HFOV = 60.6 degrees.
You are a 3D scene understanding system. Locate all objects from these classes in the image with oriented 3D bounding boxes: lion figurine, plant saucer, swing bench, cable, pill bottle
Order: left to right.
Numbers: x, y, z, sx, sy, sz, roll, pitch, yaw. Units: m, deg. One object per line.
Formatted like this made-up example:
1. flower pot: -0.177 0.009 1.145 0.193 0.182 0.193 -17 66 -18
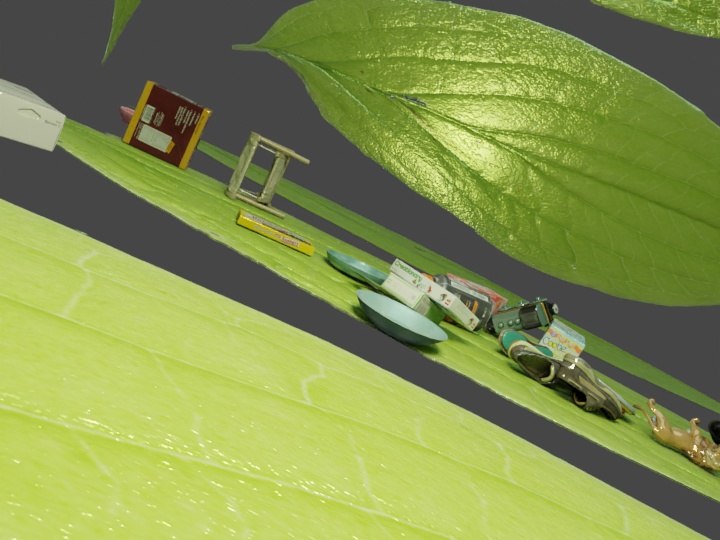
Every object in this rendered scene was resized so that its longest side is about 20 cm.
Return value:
1. plant saucer: -0.815 -0.553 2.327 0.200 0.051 0.201 26 8 -4
2. swing bench: -0.295 -0.294 1.872 0.199 0.200 0.130 20 11 -38
3. plant saucer: 0.000 0.000 1.570 0.199 0.028 0.200 25 5 -2
4. plant saucer: 0.073 0.101 1.206 0.200 0.039 0.201 27 9 -4
5. pill bottle: 0.228 0.075 1.571 0.199 0.107 0.106 23 10 -20
6. lion figurine: 0.719 0.376 1.393 0.199 0.073 0.123 17 36 8
7. cable: 0.839 0.417 1.364 0.200 0.051 0.164 54 15 -35

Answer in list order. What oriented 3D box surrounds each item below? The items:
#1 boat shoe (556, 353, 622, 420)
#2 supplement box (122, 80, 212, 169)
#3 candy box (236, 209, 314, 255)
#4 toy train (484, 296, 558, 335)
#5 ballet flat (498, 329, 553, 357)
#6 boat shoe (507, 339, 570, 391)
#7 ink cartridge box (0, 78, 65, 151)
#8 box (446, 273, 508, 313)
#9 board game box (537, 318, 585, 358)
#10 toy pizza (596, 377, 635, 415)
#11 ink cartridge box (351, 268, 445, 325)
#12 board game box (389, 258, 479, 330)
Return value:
1. boat shoe: 0.498 0.269 1.362 0.200 0.073 0.074 45 -9 -15
2. supplement box: -0.590 -0.448 1.906 0.199 0.198 0.133 25 9 -16
3. candy box: -0.213 -0.096 1.539 0.199 0.027 0.102 24 6 -17
4. toy train: 0.434 0.129 1.678 0.199 0.086 0.114 -18 -3 40
5. ballet flat: 0.399 0.197 1.550 0.199 0.068 0.067 28 -12 -30
6. boat shoe: 0.424 0.230 1.401 0.199 0.073 0.065 25 22 -5
7. ink cartridge box: -0.712 -0.327 1.238 0.200 0.085 0.146 33 12 34
8. box: 0.313 0.088 1.748 0.199 0.103 0.095 17 13 -43
9. board game box: 0.554 0.211 1.719 0.105 0.103 0.200 34 11 17
10. toy pizza: 0.570 0.288 1.487 0.200 0.032 0.200 40 1 -1
11. ink cartridge box: 0.086 0.048 1.409 0.200 0.048 0.145 36 -3 36
12. board game box: 0.165 0.054 1.391 0.200 0.035 0.126 36 -4 43
